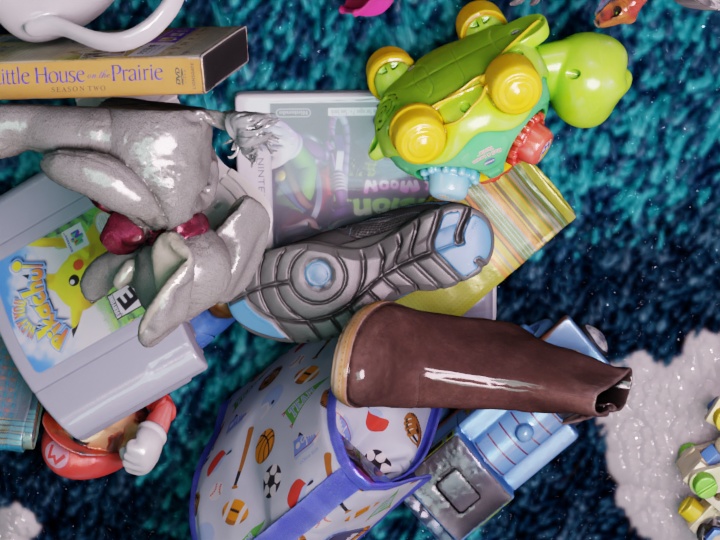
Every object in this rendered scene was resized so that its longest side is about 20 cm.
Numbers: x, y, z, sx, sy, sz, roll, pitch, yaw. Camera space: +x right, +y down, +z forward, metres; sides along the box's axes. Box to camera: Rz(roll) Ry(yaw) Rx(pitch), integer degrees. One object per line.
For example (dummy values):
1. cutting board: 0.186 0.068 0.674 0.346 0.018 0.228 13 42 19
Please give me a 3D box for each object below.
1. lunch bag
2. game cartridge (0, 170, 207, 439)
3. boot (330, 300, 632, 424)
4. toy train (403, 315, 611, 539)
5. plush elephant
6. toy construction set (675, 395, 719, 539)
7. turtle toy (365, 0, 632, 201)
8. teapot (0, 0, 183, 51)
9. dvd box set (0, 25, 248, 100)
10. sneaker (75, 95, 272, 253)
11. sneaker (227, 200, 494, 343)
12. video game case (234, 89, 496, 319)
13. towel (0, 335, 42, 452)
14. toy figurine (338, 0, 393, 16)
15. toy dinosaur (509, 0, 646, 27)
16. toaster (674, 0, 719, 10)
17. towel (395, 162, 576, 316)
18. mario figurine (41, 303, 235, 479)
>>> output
1. lunch bag: -0.034 0.142 1.485 0.124 0.200 0.170 44 117 -11
2. game cartridge: -0.208 0.016 1.512 0.133 0.040 0.201 -30 70 11
3. boot: 0.086 0.068 1.404 0.165 0.200 0.073 11 99 26
4. toy train: 0.110 0.119 1.542 0.200 0.114 0.087 -40 101 10
5. plush elephant: -0.142 -0.034 1.387 0.198 0.164 0.157 5 99 26
6. toy construction set: 0.325 0.179 1.574 0.200 0.092 0.131 42 101 2
7. turtle toy: 0.097 -0.121 1.459 0.199 0.146 0.102 -26 119 5
8. teapot: -0.208 -0.263 1.413 0.145 0.198 0.201 -24 112 5
9. dvd box set: -0.190 -0.147 1.436 0.198 0.146 0.030 -1 104 9
10. sneaker: -0.141 -0.074 1.516 0.076 0.081 0.200 -39 77 -6
11. sneaker: 0.000 0.000 1.485 0.198 0.082 0.074 -14 101 0
12. video game case: 0.005 -0.046 1.550 0.198 0.023 0.184 -1 104 0
13. towel: -0.332 0.055 1.542 0.198 0.022 0.148 8 71 -1
14. toy figurine: -0.034 -0.253 1.432 0.150 0.184 0.200 -48 59 11
15. toy dinosaur: 0.121 -0.244 1.429 0.199 0.181 0.106 27 95 -48
16. toaster: 0.264 -0.274 1.437 0.112 0.129 0.202 -7 104 1
17. towel: 0.064 -0.007 1.538 0.200 0.018 0.086 -42 98 10
18. mario figurine: -0.176 0.073 1.534 0.106 0.124 0.201 35 98 -21
